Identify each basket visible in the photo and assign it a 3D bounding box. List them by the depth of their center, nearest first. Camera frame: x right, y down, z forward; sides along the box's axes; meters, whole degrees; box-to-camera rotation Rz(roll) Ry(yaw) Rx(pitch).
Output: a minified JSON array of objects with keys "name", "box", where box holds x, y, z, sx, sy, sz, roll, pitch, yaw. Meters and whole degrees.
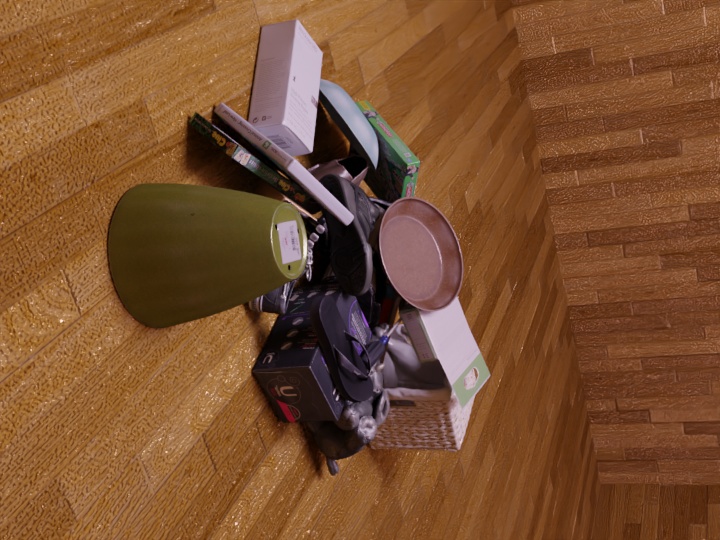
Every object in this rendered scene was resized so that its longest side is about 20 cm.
[{"name":"basket","box":[0.106,0.220,1.715,0.200,0.198,0.161,-66,147,-49]}]

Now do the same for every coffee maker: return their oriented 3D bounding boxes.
[{"name":"coffee maker","box":[0.000,0.000,1.595,0.192,0.134,0.200,60,34,-45]}]

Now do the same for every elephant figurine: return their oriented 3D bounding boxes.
[{"name":"elephant figurine","box":[-0.003,0.214,1.531,0.142,0.155,0.200,50,39,-10]}]

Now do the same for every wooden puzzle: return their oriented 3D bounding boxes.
[{"name":"wooden puzzle","box":[0.047,0.062,1.667,0.185,0.037,0.200,-85,-168,-56]}]

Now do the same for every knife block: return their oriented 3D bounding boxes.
[{"name":"knife block","box":[-0.106,-0.079,1.313,0.064,0.175,0.200,36,47,-25]}]

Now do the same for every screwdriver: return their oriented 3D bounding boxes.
[{"name":"screwdriver","box":[0.049,0.102,1.518,0.200,0.028,0.029,-52,139,-46]}]

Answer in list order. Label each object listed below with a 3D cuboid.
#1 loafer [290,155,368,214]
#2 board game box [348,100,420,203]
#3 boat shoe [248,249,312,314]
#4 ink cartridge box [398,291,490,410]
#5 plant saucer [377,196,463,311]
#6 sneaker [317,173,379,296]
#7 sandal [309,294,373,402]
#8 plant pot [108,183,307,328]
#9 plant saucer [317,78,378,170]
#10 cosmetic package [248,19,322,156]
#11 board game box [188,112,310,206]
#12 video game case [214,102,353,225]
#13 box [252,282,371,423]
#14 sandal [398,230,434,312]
[{"name":"loafer","box":[-0.056,-0.157,1.527,0.073,0.071,0.200,48,40,6]},{"name":"board game box","box":[0.039,-0.200,1.649,0.200,0.029,0.135,55,-31,37]},{"name":"boat shoe","box":[-0.109,-0.013,1.406,0.200,0.068,0.074,-68,166,-45]},{"name":"ink cartridge box","box":[0.152,0.131,1.600,0.145,0.048,0.200,-36,107,-55]},{"name":"plant saucer","box":[0.095,-0.025,1.535,0.200,0.037,0.201,15,66,-38]},{"name":"sneaker","box":[-0.004,-0.055,1.466,0.114,0.076,0.200,7,63,-57]},{"name":"sandal","box":[-0.021,0.126,1.369,0.200,0.043,0.076,65,31,-33]},{"name":"plant pot","box":[-0.174,-0.029,1.123,0.187,0.200,0.188,-6,90,-66]},{"name":"plant saucer","box":[-0.019,-0.267,1.585,0.201,0.039,0.201,54,0,0]},{"name":"cosmetic package","box":[-0.119,-0.295,1.465,0.102,0.074,0.201,42,49,-57]},{"name":"board game box","box":[-0.159,-0.159,1.317,0.023,0.105,0.200,-55,149,2]},{"name":"video game case","box":[-0.113,-0.158,1.356,0.022,0.182,0.200,-50,148,-1]},{"name":"box","box":[-0.072,0.128,1.435,0.122,0.106,0.200,66,30,-32]},{"name":"sandal","box":[0.110,0.010,1.664,0.080,0.057,0.201,-84,-170,-50]}]
